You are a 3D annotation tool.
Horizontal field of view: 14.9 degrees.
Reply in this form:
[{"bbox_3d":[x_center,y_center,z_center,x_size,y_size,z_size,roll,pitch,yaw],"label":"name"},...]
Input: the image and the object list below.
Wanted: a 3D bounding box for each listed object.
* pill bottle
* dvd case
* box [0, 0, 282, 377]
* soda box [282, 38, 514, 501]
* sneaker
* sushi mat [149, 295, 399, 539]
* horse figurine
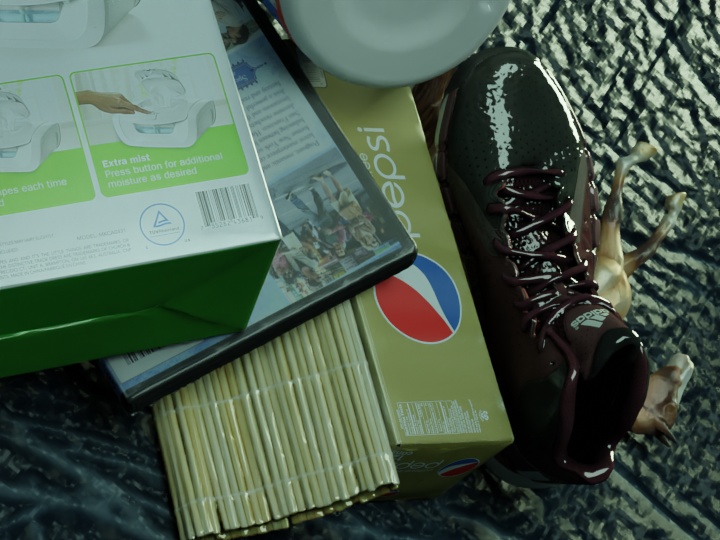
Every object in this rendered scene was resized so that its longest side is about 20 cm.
[{"bbox_3d":[-0.014,-0.172,1.239,0.112,0.112,0.200,11,25,-28],"label":"pill bottle"},{"bbox_3d":[-0.086,-0.053,1.176,0.143,0.018,0.200,-27,71,-16],"label":"dvd case"},{"bbox_3d":[-0.154,-0.054,1.095,0.200,0.097,0.177,-12,68,-18],"label":"box"},{"bbox_3d":[0.000,0.000,1.220,0.064,0.068,0.200,1,63,-34],"label":"soda box"},{"bbox_3d":[0.090,0.001,1.201,0.076,0.115,0.200,-10,96,-18],"label":"sneaker"},{"bbox_3d":[-0.053,0.015,1.176,0.096,0.012,0.200,-17,68,3],"label":"sushi mat"},{"bbox_3d":[0.084,-0.018,1.292,0.200,0.050,0.133,32,67,-24],"label":"horse figurine"}]
